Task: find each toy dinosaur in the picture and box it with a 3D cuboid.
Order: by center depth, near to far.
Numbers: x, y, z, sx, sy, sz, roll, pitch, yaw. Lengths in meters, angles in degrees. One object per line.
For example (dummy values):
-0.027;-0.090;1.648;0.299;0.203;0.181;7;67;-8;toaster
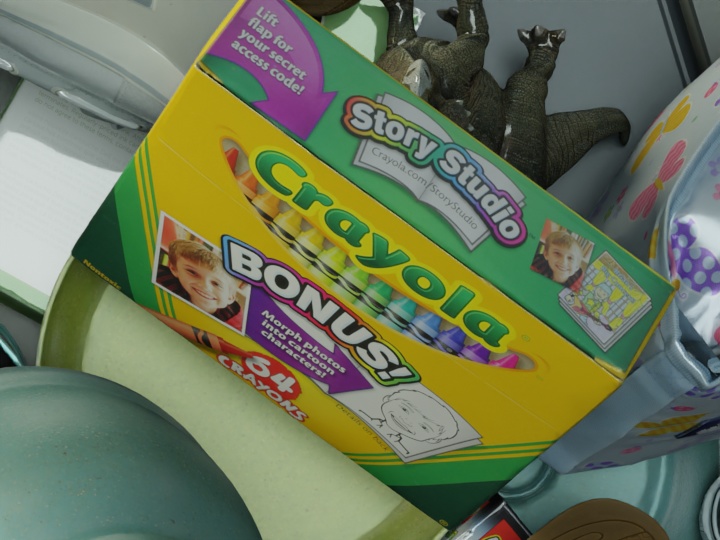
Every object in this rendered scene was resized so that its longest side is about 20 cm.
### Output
0.046;-0.067;1.282;0.077;0.200;0.102;1;76;31;toy dinosaur

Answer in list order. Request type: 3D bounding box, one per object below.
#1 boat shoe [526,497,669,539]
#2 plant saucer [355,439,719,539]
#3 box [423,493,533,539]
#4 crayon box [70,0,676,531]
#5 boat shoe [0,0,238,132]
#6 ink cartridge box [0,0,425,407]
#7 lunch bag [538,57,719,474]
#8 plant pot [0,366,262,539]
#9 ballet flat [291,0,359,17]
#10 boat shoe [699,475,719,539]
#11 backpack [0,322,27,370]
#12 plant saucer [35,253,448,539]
0.063;0.185;1.238;0.073;0.063;0.200;32;76;10;boat shoe
0.065;0.082;1.324;0.200;0.036;0.200;0;87;-5;plant saucer
0.079;0.204;1.294;0.110;0.035;0.200;-39;102;-1;box
0.000;0.000;1.177;0.200;0.173;0.058;36;59;-3;crayon box
-0.099;-0.090;1.237;0.200;0.069;0.072;22;54;-23;boat shoe
-0.081;-0.058;1.314;0.146;0.048;0.200;29;81;-3;ink cartridge box
0.159;-0.002;1.247;0.127;0.170;0.200;40;63;-1;lunch bag
-0.111;0.147;1.143;0.200;0.134;0.200;-5;102;-25;plant pot
-0.090;-0.147;1.259;0.200;0.072;0.068;9;78;2;ballet flat
0.240;0.153;1.313;0.200;0.071;0.072;29;83;-9;boat shoe
-0.230;0.081;1.239;0.176;0.153;0.200;30;96;-3;backpack
-0.039;0.046;1.274;0.200;0.031;0.200;0;87;-6;plant saucer
